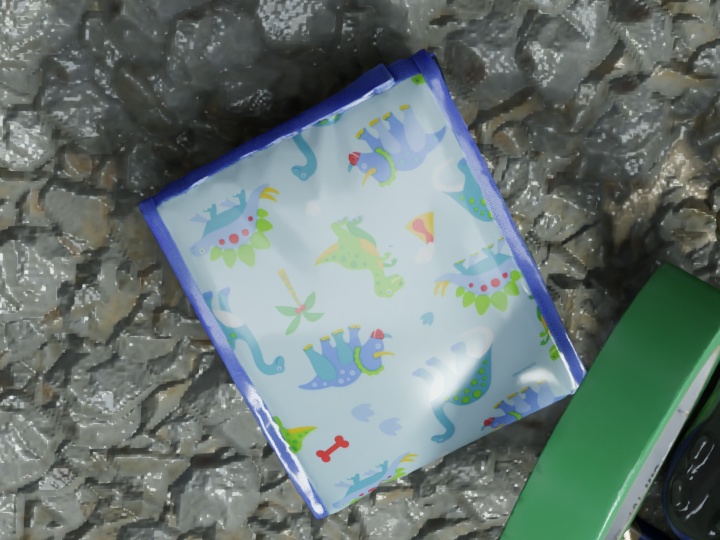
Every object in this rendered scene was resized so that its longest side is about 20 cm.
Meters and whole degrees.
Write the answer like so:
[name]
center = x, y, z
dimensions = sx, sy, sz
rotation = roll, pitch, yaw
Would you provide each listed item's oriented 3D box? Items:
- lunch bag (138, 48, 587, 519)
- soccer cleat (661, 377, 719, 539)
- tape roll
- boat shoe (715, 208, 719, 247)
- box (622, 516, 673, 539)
[lunch bag]
center = 0.000, 0.000, 1.266
dimensions = 0.170, 0.128, 0.200
rotation = -28, 126, 2
[soccer cleat]
center = 0.233, 0.067, 1.387
dimensions = 0.065, 0.084, 0.201
rotation = 31, 88, 11
[tape roll]
center = 0.135, 0.094, 1.299
dimensions = 0.048, 0.200, 0.201
rotation = 29, 108, 11
[boat shoe]
center = 0.271, -0.078, 1.325
dimensions = 0.200, 0.073, 0.063
rotation = -33, 111, -8
[box]
center = 0.191, 0.236, 1.466
dimensions = 0.200, 0.032, 0.121
rotation = 33, 103, -24
